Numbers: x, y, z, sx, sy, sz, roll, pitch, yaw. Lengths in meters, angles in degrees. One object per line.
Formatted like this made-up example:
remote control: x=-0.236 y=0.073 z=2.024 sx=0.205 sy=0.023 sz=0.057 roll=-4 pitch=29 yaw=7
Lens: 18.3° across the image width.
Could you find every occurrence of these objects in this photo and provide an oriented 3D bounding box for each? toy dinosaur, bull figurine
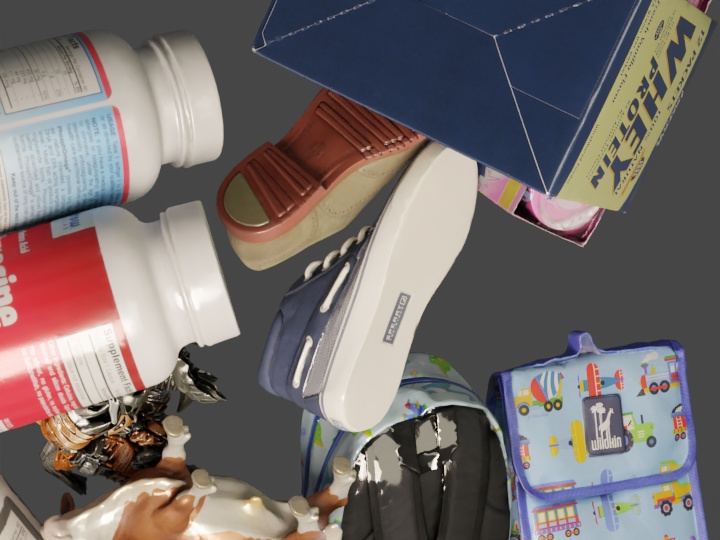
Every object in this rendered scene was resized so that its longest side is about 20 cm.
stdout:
toy dinosaur: x=-0.163 y=0.083 z=1.441 sx=0.136 sy=0.102 sz=0.200 roll=-37 pitch=144 yaw=12
bull figurine: x=-0.100 y=0.155 z=1.428 sx=0.200 sy=0.065 sz=0.121 roll=11 pitch=140 yaw=-22

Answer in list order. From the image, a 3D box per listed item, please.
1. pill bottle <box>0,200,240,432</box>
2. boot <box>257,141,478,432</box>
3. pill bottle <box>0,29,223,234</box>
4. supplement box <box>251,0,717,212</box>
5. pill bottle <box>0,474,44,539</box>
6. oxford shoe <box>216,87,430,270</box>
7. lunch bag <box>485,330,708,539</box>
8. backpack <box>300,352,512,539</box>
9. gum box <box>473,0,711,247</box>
pill bottle: x=-0.178 y=0.027 z=1.330 sx=0.200 sy=0.112 sz=0.112 roll=-17 pitch=117 yaw=-3
boot: x=0.000 y=0.000 z=1.463 sx=0.073 sy=0.090 sz=0.200 roll=30 pitch=82 yaw=-49
pill bottle: x=-0.190 y=-0.083 z=1.347 sx=0.200 sy=0.109 sz=0.109 roll=-15 pitch=115 yaw=-18
supplement box: x=0.079 y=-0.138 z=1.321 sx=0.134 sy=0.200 sz=0.200 roll=-65 pitch=163 yaw=7
pill bottle: x=-0.253 y=0.189 z=1.426 sx=0.113 sy=0.113 sz=0.200 roll=-37 pitch=120 yaw=-6
oxford shoe: x=-0.009 y=-0.074 z=1.469 sx=0.200 sy=0.070 sz=0.075 roll=-34 pitch=153 yaw=-15
lunch bag: x=0.165 y=0.140 z=1.619 sx=0.150 sy=0.094 sz=0.200 roll=-8 pitch=101 yaw=-21
backpack: x=0.027 y=0.154 z=1.531 sx=0.163 sy=0.154 sz=0.200 roll=-11 pitch=135 yaw=-14
gum box: x=0.143 y=-0.132 z=1.472 sx=0.066 sy=0.114 sz=0.200 roll=21 pitch=100 yaw=-29
